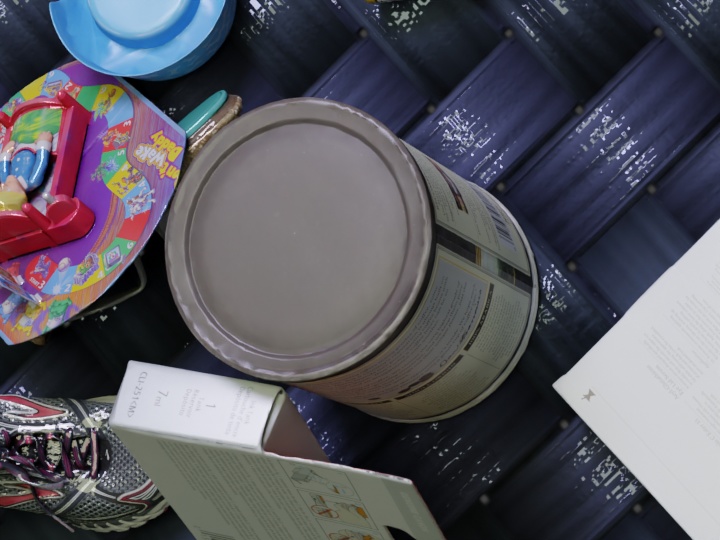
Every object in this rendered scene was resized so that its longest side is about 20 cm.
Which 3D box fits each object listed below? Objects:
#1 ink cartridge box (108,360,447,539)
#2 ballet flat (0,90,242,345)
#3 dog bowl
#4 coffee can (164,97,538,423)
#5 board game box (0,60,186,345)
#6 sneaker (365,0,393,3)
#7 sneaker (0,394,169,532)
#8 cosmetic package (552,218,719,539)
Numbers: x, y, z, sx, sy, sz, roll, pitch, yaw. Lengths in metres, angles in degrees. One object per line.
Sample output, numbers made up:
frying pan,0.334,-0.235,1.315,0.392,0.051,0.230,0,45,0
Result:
ink cartridge box,-0.024,0.122,1.577,0.173,0.200,0.044,8,64,21
ballet flat,-0.134,-0.026,1.719,0.200,0.071,0.065,-36,100,16
dog bowl,-0.134,-0.203,1.731,0.111,0.050,0.201,-19,73,11
coffee can,0.000,0.000,1.580,0.146,0.200,0.147,-4,79,19
board game box,-0.190,-0.054,1.697,0.158,0.039,0.200,-49,42,-1
sneaker,-0.009,-0.246,1.684,0.082,0.078,0.201,-28,74,16
sneaker,-0.195,0.112,1.709,0.199,0.075,0.081,-1,83,20
cosmetic package,0.225,0.082,1.568,0.151,0.052,0.200,-44,71,8
